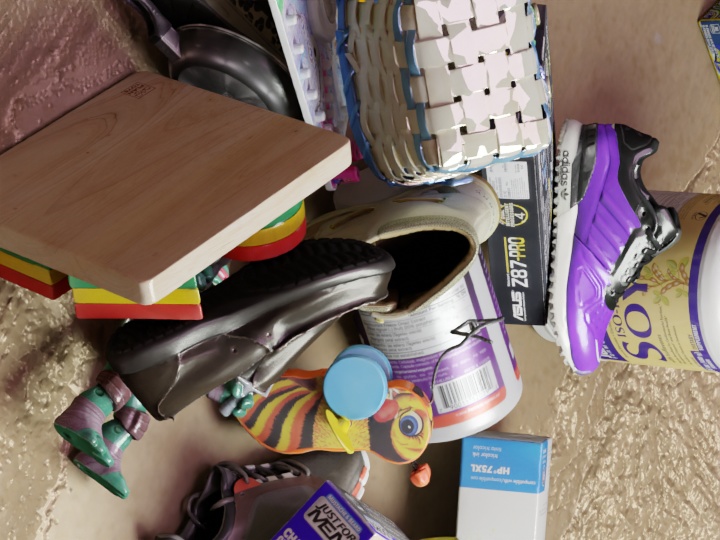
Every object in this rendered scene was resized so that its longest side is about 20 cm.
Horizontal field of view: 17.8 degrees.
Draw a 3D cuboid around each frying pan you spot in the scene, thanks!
[{"bbox_3d":[-0.109,-0.152,1.586,0.190,0.114,0.031,49,57,-36],"label":"frying pan"}]

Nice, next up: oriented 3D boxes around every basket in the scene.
[{"bbox_3d":[0.051,-0.139,1.593,0.138,0.200,0.178,-15,104,-21],"label":"basket"}]

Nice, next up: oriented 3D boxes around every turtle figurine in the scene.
[{"bbox_3d":[-0.129,0.054,1.590,0.200,0.100,0.150,-53,141,-18],"label":"turtle figurine"}]

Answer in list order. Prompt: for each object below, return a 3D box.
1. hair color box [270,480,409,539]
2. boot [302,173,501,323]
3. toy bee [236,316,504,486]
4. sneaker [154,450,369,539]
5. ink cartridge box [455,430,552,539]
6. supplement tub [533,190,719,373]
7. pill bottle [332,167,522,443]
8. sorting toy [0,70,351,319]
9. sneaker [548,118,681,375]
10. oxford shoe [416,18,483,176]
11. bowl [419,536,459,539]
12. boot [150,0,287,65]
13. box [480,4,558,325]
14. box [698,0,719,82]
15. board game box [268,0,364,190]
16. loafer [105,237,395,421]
[{"bbox_3d":[-0.051,0.253,1.633,0.200,0.065,0.109,-48,147,2],"label":"hair color box"},{"bbox_3d":[0.000,0.000,1.617,0.072,0.199,0.155,65,14,-10],"label":"boot"},{"bbox_3d":[0.009,0.109,1.671,0.131,0.199,0.110,-20,98,-62],"label":"toy bee"},{"bbox_3d":[-0.071,0.168,1.679,0.200,0.077,0.082,-40,113,-37],"label":"sneaker"},{"bbox_3d":[0.111,0.232,1.835,0.116,0.067,0.202,14,81,-81],"label":"ink cartridge box"},{"bbox_3d":[0.247,0.007,1.893,0.145,0.199,0.147,-7,99,-50],"label":"supplement tub"},{"bbox_3d":[0.047,0.021,1.760,0.111,0.111,0.201,-36,117,-38],"label":"pill bottle"},{"bbox_3d":[-0.139,-0.038,1.515,0.200,0.198,0.070,-36,133,-38],"label":"sorting toy"},{"bbox_3d":[0.201,-0.017,1.798,0.070,0.099,0.202,-17,109,-79],"label":"sneaker"},{"bbox_3d":[0.069,-0.144,1.816,0.075,0.058,0.202,5,74,-14],"label":"oxford shoe"},{"bbox_3d":[0.016,0.297,1.734,0.107,0.200,0.202,5,89,-2],"label":"bowl"},{"bbox_3d":[-0.056,-0.206,1.670,0.203,0.073,0.155,41,60,-43],"label":"boot"},{"bbox_3d":[0.126,-0.081,1.785,0.201,0.049,0.162,80,16,-50],"label":"box"},{"bbox_3d":[0.384,-0.164,2.126,0.070,0.064,0.201,-44,122,-34],"label":"box"},{"bbox_3d":[-0.023,-0.194,1.616,0.201,0.026,0.201,-81,161,-47],"label":"board game box"},{"bbox_3d":[-0.067,0.039,1.508,0.199,0.073,0.072,-21,113,-7],"label":"loafer"}]
